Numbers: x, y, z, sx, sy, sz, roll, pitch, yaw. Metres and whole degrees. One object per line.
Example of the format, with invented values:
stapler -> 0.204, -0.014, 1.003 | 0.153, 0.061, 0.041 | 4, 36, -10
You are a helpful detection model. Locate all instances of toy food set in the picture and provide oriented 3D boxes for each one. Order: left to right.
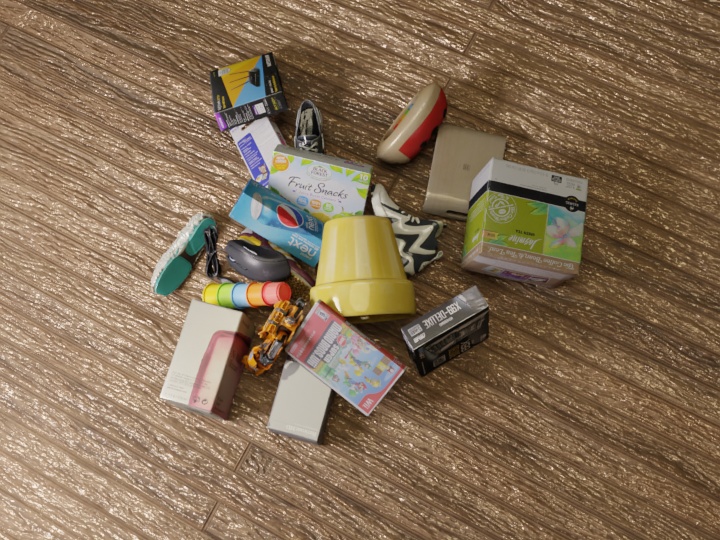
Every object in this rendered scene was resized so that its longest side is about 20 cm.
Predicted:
toy food set -> 0.213, -0.201, 1.811 | 0.143, 0.060, 0.201 | 12, 75, -3

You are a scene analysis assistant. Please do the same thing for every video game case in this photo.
video game case -> -0.030, 0.161, 1.603 | 0.200, 0.143, 0.017 | 37, 36, 4

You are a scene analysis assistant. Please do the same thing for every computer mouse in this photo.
computer mouse -> -0.235, 0.002, 1.746 | 0.199, 0.141, 0.046 | 21, 41, 16

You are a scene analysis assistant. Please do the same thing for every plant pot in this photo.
plant pot -> 0.000, 0.000, 1.675 | 0.200, 0.201, 0.190 | -5, 82, 4

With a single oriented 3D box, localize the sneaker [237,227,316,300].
sneaker -> -0.156, -0.024, 1.779 | 0.200, 0.075, 0.090 | 36, 51, -1

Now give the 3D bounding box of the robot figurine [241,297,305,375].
robot figurine -> -0.164, 0.123, 1.658 | 0.058, 0.200, 0.145 | 30, 59, -5

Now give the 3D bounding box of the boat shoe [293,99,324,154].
boat shoe -> -0.107, -0.262, 1.850 | 0.071, 0.068, 0.201 | -1, 74, 6

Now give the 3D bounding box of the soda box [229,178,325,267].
soda box -> -0.155, -0.095, 1.751 | 0.200, 0.068, 0.064 | 31, 33, -11

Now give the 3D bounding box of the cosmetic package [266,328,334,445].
cosmetic package -> -0.101, 0.225, 1.690 | 0.106, 0.090, 0.201 | 12, 72, 5

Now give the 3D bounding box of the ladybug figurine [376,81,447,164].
ladybug figurine -> 0.113, -0.297, 1.806 | 0.072, 0.136, 0.200 | 36, 106, -11

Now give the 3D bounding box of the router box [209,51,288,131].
router box -> -0.238, -0.380, 1.860 | 0.149, 0.051, 0.200 | -18, 38, 0

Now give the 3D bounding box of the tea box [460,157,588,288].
tea box -> 0.315, -0.087, 1.696 | 0.199, 0.134, 0.198 | 11, 75, -7

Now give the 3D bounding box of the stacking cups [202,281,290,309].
stacking cups -> -0.219, 0.050, 1.725 | 0.199, 0.060, 0.061 | -3, 70, 35

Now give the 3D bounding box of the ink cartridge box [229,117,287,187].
ink cartridge box -> -0.197, -0.241, 1.854 | 0.095, 0.037, 0.201 | -34, 73, 20

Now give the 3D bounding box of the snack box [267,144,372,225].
snack box -> -0.085, -0.161, 1.772 | 0.199, 0.053, 0.143 | 13, 116, 1

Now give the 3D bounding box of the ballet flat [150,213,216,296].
ballet flat -> -0.371, -0.035, 1.818 | 0.072, 0.072, 0.200 | 32, 76, 14

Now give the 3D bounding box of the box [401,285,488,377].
box -> 0.161, 0.116, 1.636 | 0.157, 0.200, 0.050 | -29, 68, -4

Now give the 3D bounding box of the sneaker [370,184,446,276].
sneaker -> 0.103, -0.095, 1.772 | 0.129, 0.080, 0.200 | -19, 72, -2

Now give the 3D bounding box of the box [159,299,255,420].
box -> -0.292, 0.175, 1.703 | 0.108, 0.128, 0.201 | 14, 75, 9
